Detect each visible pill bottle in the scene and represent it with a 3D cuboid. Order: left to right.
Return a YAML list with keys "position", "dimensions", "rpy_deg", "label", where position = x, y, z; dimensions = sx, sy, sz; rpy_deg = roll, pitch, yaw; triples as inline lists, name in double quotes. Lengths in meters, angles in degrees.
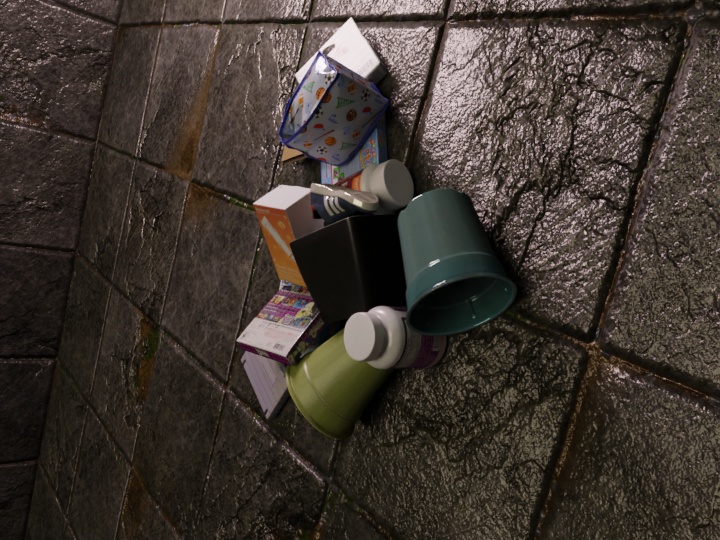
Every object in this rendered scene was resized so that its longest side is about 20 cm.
- position: [0.012, -0.155, 1.285]
  dimensions: [0.197, 0.112, 0.119]
  rpy_deg: [-19, 71, 44]
  label: "pill bottle"
- position: [0.064, 0.126, 1.129]
  dimensions: [0.110, 0.196, 0.117]
  rpy_deg: [-8, 78, 45]
  label: "pill bottle"

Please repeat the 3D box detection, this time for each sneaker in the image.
- position: [-0.034, -0.119, 1.209]
  dimensions: [0.198, 0.073, 0.088]
  rpy_deg: [22, 110, 51]
  label: "sneaker"

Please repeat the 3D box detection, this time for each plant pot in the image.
- position: [-0.022, 0.205, 1.244]
  dimensions: [0.190, 0.198, 0.203]
  rpy_deg: [-43, 55, 18]
  label: "plant pot"
- position: [0.000, 0.000, 1.236]
  dimensions: [0.197, 0.196, 0.184]
  rpy_deg: [-18, 83, 43]
  label: "plant pot"
- position: [0.154, -0.022, 1.072]
  dimensions: [0.199, 0.196, 0.202]
  rpy_deg: [-37, 52, 37]
  label: "plant pot"

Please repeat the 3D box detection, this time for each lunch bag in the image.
- position: [-0.066, -0.334, 1.302]
  dimensions: [0.202, 0.167, 0.125]
  rpy_deg: [-54, 46, 23]
  label: "lunch bag"

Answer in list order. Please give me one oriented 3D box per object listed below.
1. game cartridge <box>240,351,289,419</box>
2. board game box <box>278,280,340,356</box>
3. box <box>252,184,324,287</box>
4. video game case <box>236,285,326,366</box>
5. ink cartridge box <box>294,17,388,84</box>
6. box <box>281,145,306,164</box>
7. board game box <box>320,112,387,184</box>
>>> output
- position: [-0.240, 0.262, 1.563]
  dimensions: [0.131, 0.038, 0.202]
  rpy_deg: [-53, 50, 24]
  label: "game cartridge"
- position: [-0.131, 0.120, 1.446]
  dimensions: [0.197, 0.055, 0.203]
  rpy_deg: [19, 99, 47]
  label: "board game box"
- position: [-0.147, -0.078, 1.384]
  dimensions: [0.122, 0.097, 0.205]
  rpy_deg: [13, 130, 43]
  label: "box"
- position: [-0.160, 0.115, 1.334]
  dimensions: [0.196, 0.036, 0.182]
  rpy_deg: [5, 48, 47]
  label: "video game case"
- position: [-0.049, -0.458, 1.410]
  dimensions: [0.198, 0.043, 0.177]
  rpy_deg: [-38, 56, 19]
  label: "ink cartridge box"
- position: [-0.124, -0.376, 1.499]
  dimensions: [0.160, 0.021, 0.207]
  rpy_deg: [-7, 68, 47]
  label: "box"
- position: [-0.019, -0.266, 1.390]
  dimensions: [0.197, 0.036, 0.157]
  rpy_deg: [-16, 72, 46]
  label: "board game box"
